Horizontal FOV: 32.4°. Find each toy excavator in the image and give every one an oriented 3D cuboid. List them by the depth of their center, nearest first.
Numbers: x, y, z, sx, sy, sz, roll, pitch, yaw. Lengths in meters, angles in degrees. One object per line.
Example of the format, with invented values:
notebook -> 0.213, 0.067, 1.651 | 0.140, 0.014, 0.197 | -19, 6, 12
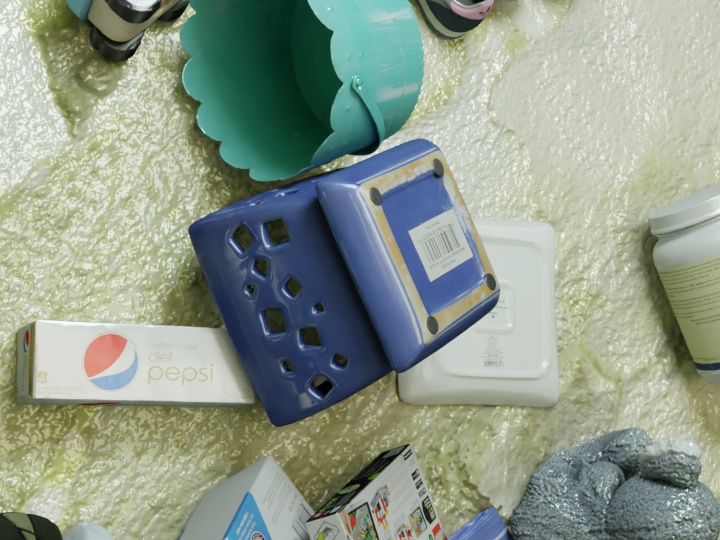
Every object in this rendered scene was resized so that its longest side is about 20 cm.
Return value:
toy excavator -> -0.220, -0.326, 1.127 | 0.200, 0.100, 0.195 | 46, 62, -5

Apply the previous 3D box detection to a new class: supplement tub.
supplement tub -> 0.412, 0.011, 1.373 | 0.145, 0.145, 0.201 | -24, 94, -29

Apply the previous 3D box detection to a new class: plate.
plate -> 0.130, 0.039, 1.282 | 0.199, 0.032, 0.201 | 5, 80, -28

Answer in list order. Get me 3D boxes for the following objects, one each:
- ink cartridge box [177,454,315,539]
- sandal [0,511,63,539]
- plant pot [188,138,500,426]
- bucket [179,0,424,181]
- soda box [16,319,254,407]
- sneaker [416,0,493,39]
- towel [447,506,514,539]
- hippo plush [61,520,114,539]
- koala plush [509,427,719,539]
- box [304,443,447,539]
ink cartridge box -> -0.066, 0.284, 1.066 | 0.200, 0.084, 0.145 | 54, 20, -10
sandal -> -0.257, 0.252, 0.924 | 0.080, 0.201, 0.058 | 19, 105, -14
plant pot -> 0.000, 0.000, 1.100 | 0.200, 0.179, 0.201 | -28, 95, -52
bucket -> -0.050, -0.188, 1.126 | 0.135, 0.207, 0.208 | -19, 91, -43
soda box -> -0.194, 0.083, 1.082 | 0.199, 0.064, 0.068 | 4, 79, -27
sneaker -> 0.070, -0.339, 1.284 | 0.070, 0.082, 0.200 | -45, 103, -26
towel -> 0.128, 0.356, 1.236 | 0.145, 0.024, 0.201 | -33, 99, -30
hippo plush -> -0.198, 0.307, 1.003 | 0.161, 0.199, 0.160 | 54, 22, -34
koala plush -> 0.271, 0.248, 1.218 | 0.183, 0.200, 0.178 | -3, 83, -34
box -> 0.020, 0.239, 1.121 | 0.110, 0.035, 0.200 | 69, 22, -1
